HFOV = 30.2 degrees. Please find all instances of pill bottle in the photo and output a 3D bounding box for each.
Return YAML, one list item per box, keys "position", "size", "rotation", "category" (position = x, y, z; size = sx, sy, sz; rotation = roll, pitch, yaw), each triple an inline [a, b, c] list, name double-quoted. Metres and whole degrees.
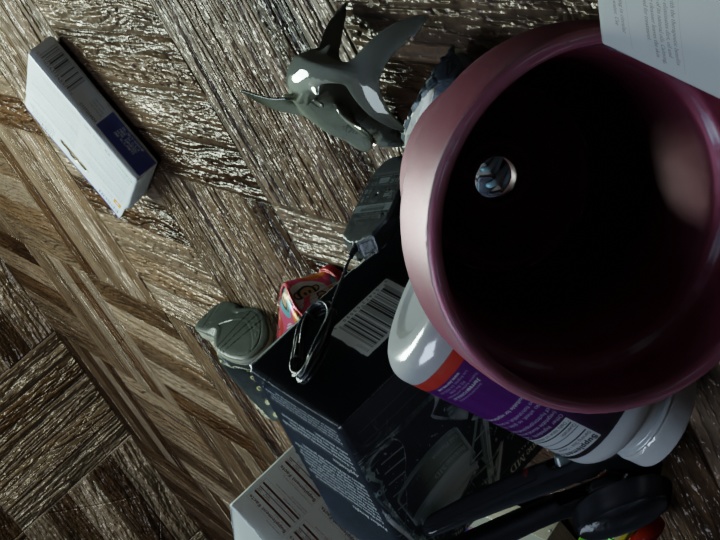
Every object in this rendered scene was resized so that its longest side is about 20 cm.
- position: [0.125, 0.058, 0.907]
  size: [0.198, 0.114, 0.112]
  rotation: [25, 164, -13]
  category: "pill bottle"

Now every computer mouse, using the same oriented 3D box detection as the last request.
- position: [0.000, 0.000, 1.023]
  size: [0.034, 0.201, 0.058]
  rotation: [35, 162, -28]
  category: "computer mouse"

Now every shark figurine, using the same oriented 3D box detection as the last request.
- position: [-0.016, -0.149, 0.941]
  size: [0.127, 0.090, 0.214]
  rotation: [21, 175, 0]
  category: "shark figurine"

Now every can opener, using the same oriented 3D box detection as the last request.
- position: [0.139, 0.173, 1.015]
  size: [0.064, 0.198, 0.079]
  rotation: [68, -160, -9]
  category: "can opener"

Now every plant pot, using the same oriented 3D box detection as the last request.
- position: [0.106, -0.041, 0.746]
  size: [0.201, 0.199, 0.179]
  rotation: [55, 176, -18]
  category: "plant pot"

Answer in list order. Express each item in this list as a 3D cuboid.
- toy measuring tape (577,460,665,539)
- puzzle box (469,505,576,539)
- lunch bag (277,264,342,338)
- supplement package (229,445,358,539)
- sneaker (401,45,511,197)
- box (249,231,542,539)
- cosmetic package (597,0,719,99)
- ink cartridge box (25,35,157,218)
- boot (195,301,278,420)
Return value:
- position: [0.226, 0.174, 1.077]
  size: [0.073, 0.073, 0.201]
  rotation: [40, 136, 22]
  category: "toy measuring tape"
- position: [0.167, 0.281, 1.377]
  size: [0.133, 0.025, 0.199]
  rotation: [49, 159, -28]
  category: "puzzle box"
- position: [-0.010, 0.113, 1.338]
  size: [0.200, 0.081, 0.178]
  rotation: [45, 147, 38]
  category: "lunch bag"
- position: [-0.036, 0.291, 1.613]
  size: [0.147, 0.200, 0.192]
  rotation: [43, 160, 15]
  category: "supplement package"
- position: [0.088, -0.072, 0.896]
  size: [0.086, 0.078, 0.201]
  rotation: [25, 158, 25]
  category: "sneaker"
- position: [0.046, 0.101, 1.088]
  size: [0.123, 0.200, 0.198]
  rotation: [27, 152, 43]
  category: "box"
- position: [0.194, -0.116, 0.544]
  size: [0.199, 0.085, 0.108]
  rotation: [34, 157, 34]
  category: "cosmetic package"
- position: [-0.334, -0.171, 1.637]
  size: [0.200, 0.041, 0.200]
  rotation: [50, 161, -3]
  category: "ink cartridge box"
- position: [-0.124, 0.123, 1.686]
  size: [0.154, 0.073, 0.203]
  rotation: [55, 166, -22]
  category: "boot"
